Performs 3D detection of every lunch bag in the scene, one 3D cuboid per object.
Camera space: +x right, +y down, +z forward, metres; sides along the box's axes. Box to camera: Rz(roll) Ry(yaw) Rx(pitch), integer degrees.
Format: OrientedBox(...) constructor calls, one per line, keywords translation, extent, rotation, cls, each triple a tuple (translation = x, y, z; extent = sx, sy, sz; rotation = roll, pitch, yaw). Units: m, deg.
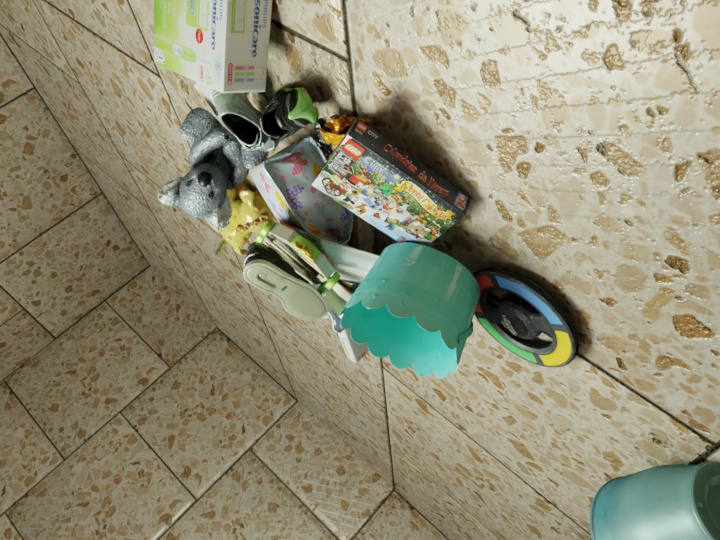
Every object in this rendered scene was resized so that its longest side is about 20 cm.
OrientedBox(translation=(-0.105, -0.125, 1.068), extent=(0.200, 0.127, 0.170), rotation=(59, 167, -15), cls="lunch bag")

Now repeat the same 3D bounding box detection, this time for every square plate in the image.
OrientedBox(translation=(0.000, 0.000, 1.084), extent=(0.198, 0.028, 0.200), rotation=(17, 167, -10), cls="square plate")

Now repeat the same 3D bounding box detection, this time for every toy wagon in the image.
OrientedBox(translation=(-0.102, -0.028, 1.001), extent=(0.155, 0.040, 0.200), rotation=(39, 164, -8), cls="toy wagon")

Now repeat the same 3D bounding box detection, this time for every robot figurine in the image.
OrientedBox(translation=(0.001, -0.167, 0.936), extent=(0.145, 0.058, 0.200), rotation=(23, 149, 44), cls="robot figurine")

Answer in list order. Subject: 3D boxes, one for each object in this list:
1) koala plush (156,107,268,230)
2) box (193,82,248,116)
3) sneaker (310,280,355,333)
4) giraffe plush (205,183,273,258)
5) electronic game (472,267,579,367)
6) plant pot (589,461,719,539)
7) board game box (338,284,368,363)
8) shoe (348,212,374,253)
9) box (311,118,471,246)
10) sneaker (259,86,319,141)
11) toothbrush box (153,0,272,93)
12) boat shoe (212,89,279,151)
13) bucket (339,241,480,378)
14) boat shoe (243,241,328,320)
OrientedBox(translation=(-0.308, -0.194, 1.211), extent=(0.177, 0.200, 0.184), rotation=(23, 169, -13), cls="koala plush")
OrientedBox(translation=(-0.247, -0.353, 1.084), extent=(0.082, 0.049, 0.200), rotation=(53, 157, -15), cls="box")
OrientedBox(translation=(-0.074, 0.052, 1.187), extent=(0.067, 0.090, 0.200), rotation=(25, -171, -45), cls="sneaker")
OrientedBox(translation=(-0.266, -0.135, 1.369), extent=(0.162, 0.200, 0.172), rotation=(-17, 149, 40), cls="giraffe plush")
OrientedBox(translation=(0.249, 0.075, 0.916), extent=(0.200, 0.042, 0.200), rotation=(38, 157, 20), cls="electronic game")
OrientedBox(translation=(0.469, 0.366, 0.833), extent=(0.200, 0.200, 0.188), rotation=(41, 142, 14), cls="plant pot")
OrientedBox(translation=(0.004, 0.107, 1.302), extent=(0.035, 0.126, 0.200), rotation=(31, 153, 33), cls="board game box")
OrientedBox(translation=(-0.005, -0.080, 1.116), extent=(0.070, 0.053, 0.200), rotation=(57, 163, 35), cls="shoe")
OrientedBox(translation=(0.042, -0.116, 0.860), extent=(0.200, 0.038, 0.137), rotation=(32, 147, -11), cls="box")
OrientedBox(translation=(-0.135, -0.259, 0.973), extent=(0.077, 0.084, 0.200), rotation=(62, 166, -15), cls="sneaker")
OrientedBox(translation=(-0.234, -0.374, 0.908), extent=(0.200, 0.086, 0.146), rotation=(31, 124, 32), cls="toothbrush box")
OrientedBox(translation=(-0.205, -0.256, 1.059), extent=(0.201, 0.070, 0.072), rotation=(42, -142, -66), cls="boat shoe")
OrientedBox(translation=(0.084, 0.062, 0.925), extent=(0.207, 0.135, 0.207), rotation=(24, 153, 13), cls="bucket")
OrientedBox(translation=(-0.126, 0.022, 1.035), extent=(0.200, 0.072, 0.068), rotation=(42, -158, -39), cls="boat shoe")
